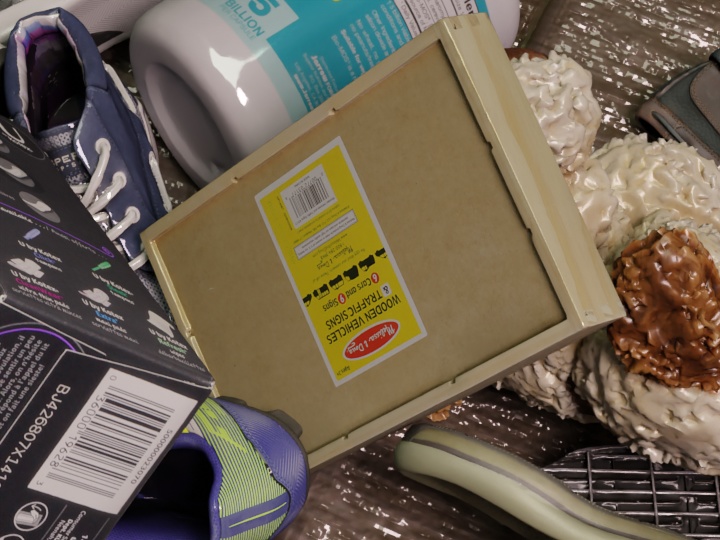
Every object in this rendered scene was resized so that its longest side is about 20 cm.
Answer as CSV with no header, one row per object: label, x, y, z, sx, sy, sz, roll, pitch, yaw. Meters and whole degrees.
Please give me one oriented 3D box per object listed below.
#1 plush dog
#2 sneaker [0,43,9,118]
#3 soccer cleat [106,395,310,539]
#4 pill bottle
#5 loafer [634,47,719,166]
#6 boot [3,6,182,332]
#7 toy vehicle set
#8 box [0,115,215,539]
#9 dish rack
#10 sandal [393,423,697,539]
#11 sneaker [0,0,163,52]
plush dog,0.108,0.021,0.781,0.172,0.200,0.161,33,95,40
sneaker,-0.257,-0.052,0.877,0.121,0.084,0.200,37,73,11
soccer cleat,-0.117,0.074,0.782,0.199,0.065,0.084,8,19,27
pill bottle,-0.002,-0.119,0.913,0.200,0.111,0.111,-35,66,-21
loafer,0.193,-0.017,0.893,0.063,0.072,0.200,-26,55,3
boot,-0.119,-0.017,0.852,0.073,0.090,0.201,-21,58,3
toy vehicle set,0.000,0.000,0.759,0.026,0.200,0.125,-14,78,-47
box,-0.164,0.019,0.739,0.122,0.106,0.200,-52,45,11
dish rack,0.136,0.166,0.782,0.153,0.055,0.201,2,57,-3
sandal,0.095,0.125,0.739,0.200,0.080,0.057,26,76,22
sneaker,-0.128,-0.170,0.948,0.199,0.073,0.112,-26,62,-4
